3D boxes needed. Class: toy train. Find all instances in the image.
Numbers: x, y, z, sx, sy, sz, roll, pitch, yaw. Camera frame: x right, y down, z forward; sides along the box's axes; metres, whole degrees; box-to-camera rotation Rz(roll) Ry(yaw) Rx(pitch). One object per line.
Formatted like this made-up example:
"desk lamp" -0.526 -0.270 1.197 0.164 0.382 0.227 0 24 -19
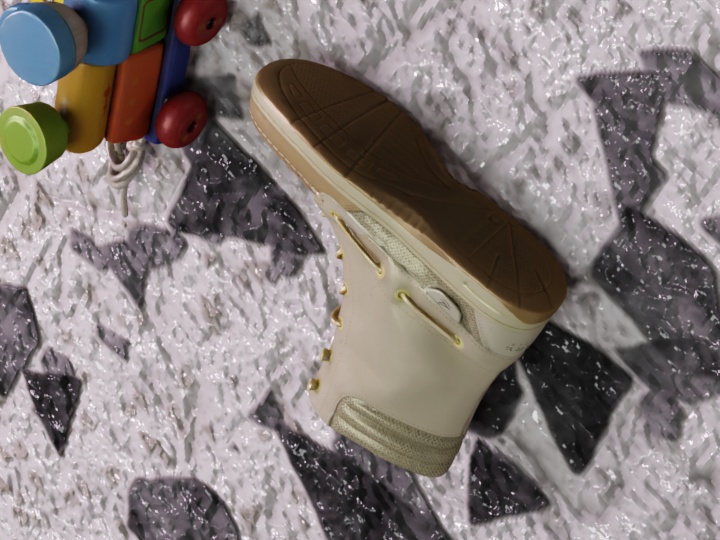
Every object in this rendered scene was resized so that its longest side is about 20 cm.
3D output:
"toy train" -0.149 -0.082 1.586 0.084 0.115 0.201 36 134 24

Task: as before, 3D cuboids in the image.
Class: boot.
"boot" 0.000 0.000 1.521 0.200 0.073 0.156 40 133 12

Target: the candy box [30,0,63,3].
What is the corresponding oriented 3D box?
"candy box" -0.220 -0.232 1.634 0.200 0.026 0.103 38 131 22
